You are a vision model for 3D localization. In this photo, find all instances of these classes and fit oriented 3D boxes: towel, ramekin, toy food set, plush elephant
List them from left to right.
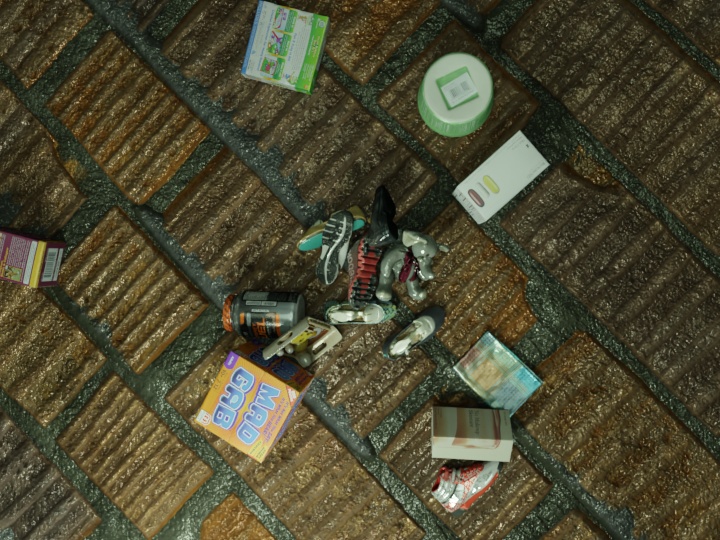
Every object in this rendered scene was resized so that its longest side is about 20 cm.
[{"bbox_3d":[-0.143,0.193,1.470,0.143,0.200,0.061,-38,66,10],"label":"toy food set"},{"bbox_3d":[0.140,-0.026,1.445,0.154,0.163,0.203,-17,69,49],"label":"plush elephant"},{"bbox_3d":[0.244,-0.451,1.459,0.197,0.098,0.203,0,91,6],"label":"ramekin"},{"bbox_3d":[0.359,0.277,1.506,0.200,0.022,0.147,44,95,3],"label":"towel"}]

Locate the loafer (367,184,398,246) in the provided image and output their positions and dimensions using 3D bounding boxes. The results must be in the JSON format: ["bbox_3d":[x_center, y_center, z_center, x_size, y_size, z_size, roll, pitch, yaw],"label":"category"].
[{"bbox_3d":[0.047,-0.142,1.461,0.072,0.201,0.073,-25,128,23],"label":"loafer"}]

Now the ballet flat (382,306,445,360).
[{"bbox_3d":[0.142,0.169,1.502,0.199,0.073,0.073,-37,88,5],"label":"ballet flat"}]

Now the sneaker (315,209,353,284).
[{"bbox_3d":[-0.064,-0.068,1.490,0.073,0.080,0.202,24,113,8],"label":"sneaker"}]

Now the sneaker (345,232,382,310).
[{"bbox_3d":[0.000,0.000,1.500,0.070,0.098,0.203,11,90,-29],"label":"sneaker"}]

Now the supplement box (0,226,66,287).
[{"bbox_3d":[-0.946,-0.039,1.589,0.198,0.103,0.132,15,93,4],"label":"supplement box"}]

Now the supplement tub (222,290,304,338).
[{"bbox_3d":[-0.253,0.116,1.513,0.197,0.122,0.124,1,92,6],"label":"supplement tub"}]

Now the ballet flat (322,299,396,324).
[{"bbox_3d":[-0.004,0.116,1.514,0.197,0.074,0.075,-3,91,7],"label":"ballet flat"}]

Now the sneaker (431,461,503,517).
[{"bbox_3d":[0.274,0.538,1.499,0.108,0.067,0.202,40,97,1],"label":"sneaker"}]

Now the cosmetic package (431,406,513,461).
[{"bbox_3d":[0.281,0.416,1.465,0.197,0.104,0.088,1,127,4],"label":"cosmetic package"}]

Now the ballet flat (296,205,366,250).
[{"bbox_3d":[-0.081,-0.114,1.529,0.198,0.069,0.064,-21,61,4],"label":"ballet flat"}]

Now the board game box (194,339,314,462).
[{"bbox_3d":[-0.266,0.326,1.481,0.199,0.200,0.201,30,94,4],"label":"board game box"}]

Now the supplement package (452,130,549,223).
[{"bbox_3d":[0.343,-0.225,1.427,0.200,0.156,0.111,-42,88,5],"label":"supplement package"}]

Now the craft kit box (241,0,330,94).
[{"bbox_3d":[-0.199,-0.594,1.529,0.195,0.049,0.202,17,93,8],"label":"craft kit box"}]
